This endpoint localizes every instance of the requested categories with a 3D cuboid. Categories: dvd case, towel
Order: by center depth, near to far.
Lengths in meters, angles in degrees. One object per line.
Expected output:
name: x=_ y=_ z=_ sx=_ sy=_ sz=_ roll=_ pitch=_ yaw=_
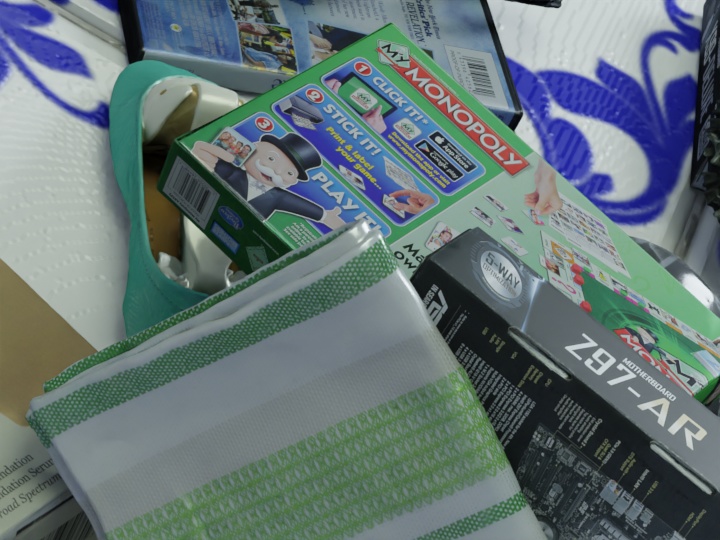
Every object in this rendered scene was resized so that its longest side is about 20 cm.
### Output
towel: x=-0.012 y=0.101 z=0.878 sx=0.201 sy=0.149 sz=0.031 roll=62 pitch=23 yaw=-3
dvd case: x=-0.026 y=-0.134 z=1.266 sx=0.199 sy=0.018 sz=0.143 roll=8 pitch=44 yaw=-23

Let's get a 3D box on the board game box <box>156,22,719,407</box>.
board game box: x=0.038 y=-0.001 z=0.991 sx=0.200 sy=0.029 sz=0.134 roll=43 pitch=44 yaw=16

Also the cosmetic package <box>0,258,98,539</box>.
cosmetic package: x=-0.178 y=0.032 z=0.961 sx=0.200 sy=0.071 sz=0.105 roll=41 pitch=42 yaw=13

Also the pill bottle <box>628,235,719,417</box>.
pill bottle: x=0.062 y=0.069 z=1.040 sx=0.106 sy=0.107 sz=0.200 roll=41 pitch=42 yaw=14

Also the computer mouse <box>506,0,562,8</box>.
computer mouse: x=0.014 y=-0.151 z=1.275 sx=0.199 sy=0.034 sz=0.059 roll=12 pitch=26 yaw=-27

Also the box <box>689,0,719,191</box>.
box: x=0.272 y=-0.071 z=1.352 sx=0.199 sy=0.050 sz=0.158 roll=22 pitch=41 yaw=-8

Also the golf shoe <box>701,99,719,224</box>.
golf shoe: x=0.220 y=-0.015 z=1.236 sx=0.094 sy=0.077 sz=0.202 roll=18 pitch=61 yaw=-42

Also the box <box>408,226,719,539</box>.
box: x=0.043 y=0.111 z=0.908 sx=0.160 sy=0.201 sz=0.043 roll=38 pitch=28 yaw=11

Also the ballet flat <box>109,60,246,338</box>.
ballet flat: x=-0.066 y=-0.035 z=1.098 sx=0.067 sy=0.071 sz=0.201 roll=14 pitch=42 yaw=-21
